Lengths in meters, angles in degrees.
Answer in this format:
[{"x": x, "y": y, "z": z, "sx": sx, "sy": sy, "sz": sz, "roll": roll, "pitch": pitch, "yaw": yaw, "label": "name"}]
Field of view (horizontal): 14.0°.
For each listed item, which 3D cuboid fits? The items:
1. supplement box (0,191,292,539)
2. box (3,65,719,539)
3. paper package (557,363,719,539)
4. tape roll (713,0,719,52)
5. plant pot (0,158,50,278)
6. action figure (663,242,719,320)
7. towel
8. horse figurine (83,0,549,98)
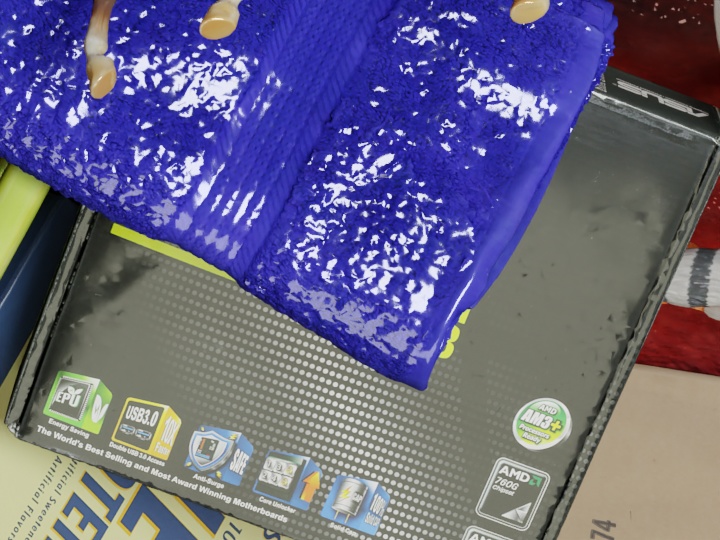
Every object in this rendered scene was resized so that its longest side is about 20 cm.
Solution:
[{"x": -0.136, "y": 0.059, "z": 1.177, "sx": 0.200, "sy": 0.135, "sz": 0.199, "roll": 38, "pitch": 167, "yaw": -37, "label": "supplement box"}, {"x": 0.000, "y": 0.000, "z": 1.014, "sx": 0.199, "sy": 0.048, "sz": 0.194, "roll": 21, "pitch": 112, "yaw": -6, "label": "box"}, {"x": 0.078, "y": 0.143, "z": 1.277, "sx": 0.189, "sy": 0.201, "sz": 0.104, "roll": 9, "pitch": 145, "yaw": -6, "label": "paper package"}, {"x": 0.211, "y": -0.107, "z": 0.959, "sx": 0.202, "sy": 0.037, "sz": 0.204, "roll": -13, "pitch": 127, "yaw": -18, "label": "tape roll"}, {"x": -0.201, "y": -0.068, "z": 1.001, "sx": 0.198, "sy": 0.201, "sz": 0.181, "roll": 28, "pitch": 155, "yaw": -8, "label": "plant pot"}, {"x": 0.077, "y": -0.029, "z": 1.124, "sx": 0.192, "sy": 0.105, "sz": 0.200, "roll": -6, "pitch": 144, "yaw": 4, "label": "action figure"}, {"x": -0.029, "y": -0.072, "z": 0.923, "sx": 0.199, "sy": 0.148, "sz": 0.050, "roll": 29, "pitch": 160, "yaw": -3, "label": "towel"}, {"x": -0.017, "y": -0.126, "z": 0.878, "sx": 0.199, "sy": 0.133, "sz": 0.050, "roll": -11, "pitch": 148, "yaw": 1, "label": "horse figurine"}]
